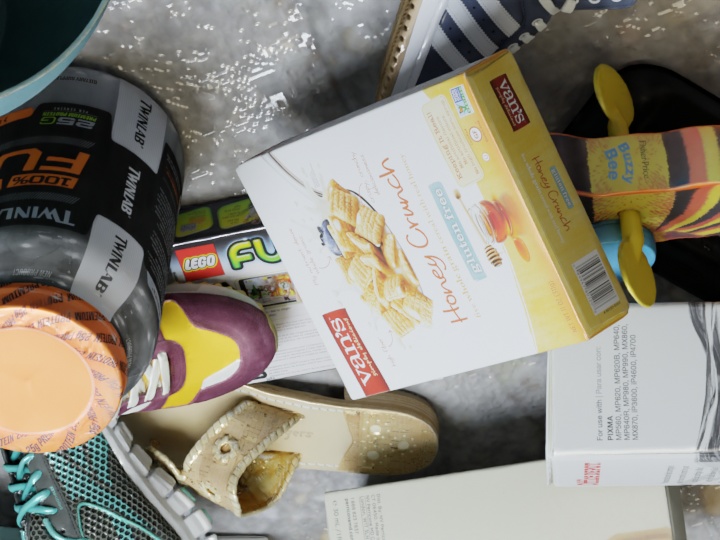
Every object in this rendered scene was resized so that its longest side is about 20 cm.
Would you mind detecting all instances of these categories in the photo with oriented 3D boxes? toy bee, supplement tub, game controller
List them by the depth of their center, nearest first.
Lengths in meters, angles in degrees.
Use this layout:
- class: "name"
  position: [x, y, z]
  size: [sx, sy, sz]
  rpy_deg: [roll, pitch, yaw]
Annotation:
- class: "toy bee"
  position: [0.115, -0.035, 1.287]
  size: [0.200, 0.131, 0.109]
  rpy_deg: [-30, 150, 1]
- class: "supplement tub"
  position: [-0.160, -0.006, 1.317]
  size: [0.122, 0.200, 0.123]
  rpy_deg: [1, 127, 1]
- class: "game controller"
  position: [0.199, -0.034, 1.385]
  size: [0.200, 0.042, 0.104]
  rpy_deg: [28, 109, -18]

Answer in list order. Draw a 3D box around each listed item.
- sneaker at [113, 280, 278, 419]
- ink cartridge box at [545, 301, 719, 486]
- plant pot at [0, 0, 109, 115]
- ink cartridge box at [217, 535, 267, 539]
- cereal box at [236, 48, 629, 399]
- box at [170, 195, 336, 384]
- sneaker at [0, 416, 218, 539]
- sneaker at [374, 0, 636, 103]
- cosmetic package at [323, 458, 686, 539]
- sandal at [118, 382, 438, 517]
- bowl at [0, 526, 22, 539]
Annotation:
- class: "sneaker"
  position: [-0.144, 0.062, 1.388]
  size: [0.199, 0.090, 0.075]
  rpy_deg: [-8, 120, 5]
- class: "ink cartridge box"
  position: [0.197, 0.068, 1.348]
  size: [0.199, 0.084, 0.144]
  rpy_deg: [-2, 169, 4]
- class: "plant pot"
  position: [-0.220, -0.149, 1.238]
  size: [0.199, 0.201, 0.135]
  rpy_deg: [12, 162, -6]
- class: "ink cartridge box"
  position: [-0.091, 0.284, 1.570]
  size: [0.084, 0.146, 0.200]
  rpy_deg: [-2, 128, 1]
- class: "cereal box"
  position: [0.032, -0.018, 1.279]
  size: [0.200, 0.039, 0.144]
  rpy_deg: [-19, 99, 52]
- class: "box"
  position: [0.000, 0.000, 1.417]
  size: [0.199, 0.035, 0.110]
  rpy_deg: [-10, 126, 11]
- class: "sneaker"
  position: [-0.171, 0.125, 1.462]
  size: [0.200, 0.091, 0.078]
  rpy_deg: [46, 140, -7]
- class: "sneaker"
  position: [0.077, -0.132, 1.290]
  size: [0.108, 0.070, 0.200]
  rpy_deg: [16, 124, -7]
- class: "cosmetic package"
  position: [0.088, 0.152, 1.478]
  size: [0.199, 0.071, 0.105]
  rpy_deg: [-9, 170, 12]
- class: "sandal"
  position: [-0.060, 0.111, 1.483]
  size: [0.211, 0.070, 0.078]
  rpy_deg: [-1, 127, 4]
- class: "bowl"
  position: [-0.201, 0.238, 1.531]
  size: [0.105, 0.201, 0.201]
  rpy_deg: [-13, 128, -12]
